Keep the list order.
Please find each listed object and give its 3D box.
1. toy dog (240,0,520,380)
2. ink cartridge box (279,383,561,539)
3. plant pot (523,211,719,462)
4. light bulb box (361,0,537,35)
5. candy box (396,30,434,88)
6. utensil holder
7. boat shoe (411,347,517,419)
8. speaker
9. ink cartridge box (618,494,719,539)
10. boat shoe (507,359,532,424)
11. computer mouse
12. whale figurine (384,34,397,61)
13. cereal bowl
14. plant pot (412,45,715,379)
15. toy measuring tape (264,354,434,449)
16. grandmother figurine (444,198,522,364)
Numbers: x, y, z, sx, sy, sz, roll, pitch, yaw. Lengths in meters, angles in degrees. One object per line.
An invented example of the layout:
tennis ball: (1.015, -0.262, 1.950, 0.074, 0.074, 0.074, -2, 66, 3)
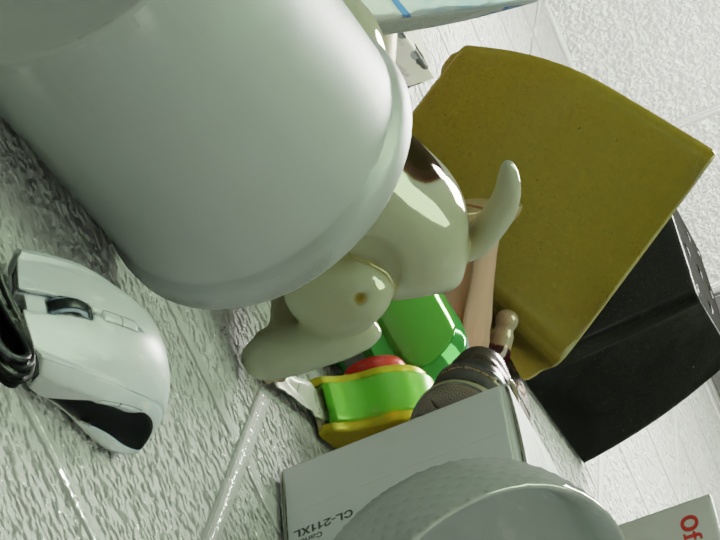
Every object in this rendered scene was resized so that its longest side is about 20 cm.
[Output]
toy dog: (-0.020, -0.063, 1.353, 0.140, 0.193, 0.200, -79, 155, -52)
ink cartridge box: (0.061, 0.177, 1.383, 0.083, 0.145, 0.200, -97, 162, -51)
plant pot: (0.241, 0.031, 2.320, 0.200, 0.177, 0.200, 50, 22, -52)
light bulb box: (-0.016, -0.241, 1.490, 0.200, 0.125, 0.199, -12, 94, -33)
candy box: (-0.009, -0.257, 1.998, 0.136, 0.061, 0.200, 48, 24, -60)
utensil holder: (-0.090, -0.104, 1.160, 0.200, 0.170, 0.170, 52, 21, -49)
boat shoe: (0.068, 0.129, 1.468, 0.200, 0.074, 0.073, 97, 17, -44)
speaker: (0.000, 0.000, 1.559, 0.089, 0.088, 0.200, -90, 155, -59)
ink cartridge box: (0.158, 0.246, 1.554, 0.146, 0.200, 0.084, -99, 163, -46)
boat shoe: (0.085, 0.116, 1.761, 0.074, 0.073, 0.200, 41, 25, -54)
computer mouse: (-0.127, 0.022, 1.077, 0.200, 0.044, 0.110, 45, 26, -61)
whale figurine: (-0.029, -0.130, 1.643, 0.159, 0.103, 0.201, 103, -12, -68)
cereal bowl: (0.041, 0.183, 1.254, 0.083, 0.200, 0.200, 33, -20, 49)
plant pot: (0.116, -0.059, 1.831, 0.200, 0.194, 0.196, 37, -7, 2)
toy measuring tape: (0.004, 0.076, 1.484, 0.200, 0.073, 0.074, 46, 26, -61)
grandmother figurine: (0.067, 0.054, 1.683, 0.061, 0.121, 0.201, 20, -69, 56)
